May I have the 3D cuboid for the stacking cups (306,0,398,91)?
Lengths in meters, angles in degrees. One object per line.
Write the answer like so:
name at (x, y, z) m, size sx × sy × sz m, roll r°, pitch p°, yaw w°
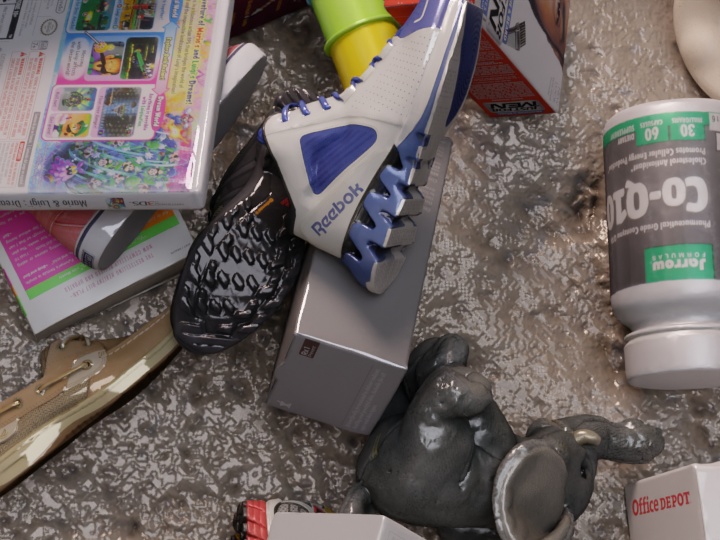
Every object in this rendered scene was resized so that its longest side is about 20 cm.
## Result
stacking cups at (-0.016, -0.218, 1.078) m, size 0.060 × 0.061 × 0.202 m, roll -16°, pitch 77°, yaw -13°

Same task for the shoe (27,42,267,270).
shoe at (-0.156, -0.102, 1.064) m, size 0.091 × 0.072 × 0.201 m, roll 36°, pitch 74°, yaw 7°

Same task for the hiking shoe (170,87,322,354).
hiking shoe at (-0.075, -0.027, 1.074) m, size 0.075 × 0.101 × 0.201 m, roll 30°, pitch 74°, yaw -8°

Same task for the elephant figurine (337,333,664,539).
elephant figurine at (0.105, 0.147, 1.072) m, size 0.199 × 0.142 × 0.155 m, roll 36°, pitch 109°, yaw -13°

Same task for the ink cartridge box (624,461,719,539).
ink cartridge box at (0.286, 0.236, 1.068) m, size 0.143 × 0.147 × 0.202 m, roll -3°, pitch 78°, yaw -11°

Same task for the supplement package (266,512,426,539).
supplement package at (0.029, 0.250, 0.988) m, size 0.200 × 0.117 × 0.118 m, roll 36°, pitch 62°, yaw -32°

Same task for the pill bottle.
pill bottle at (0.241, -0.017, 1.137) m, size 0.112 × 0.113 × 0.202 m, roll 1°, pitch 76°, yaw -10°

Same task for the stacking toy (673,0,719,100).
stacking toy at (0.362, -0.217, 1.217) m, size 0.199 × 0.146 × 0.147 m, roll -25°, pitch 82°, yaw -34°

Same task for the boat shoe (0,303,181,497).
boat shoe at (-0.198, 0.076, 1.060) m, size 0.199 × 0.071 × 0.065 m, roll -38°, pitch 87°, yaw -14°

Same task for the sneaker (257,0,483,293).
sneaker at (-0.003, -0.098, 0.982) m, size 0.114 × 0.081 × 0.201 m, roll 22°, pitch 95°, yaw 13°

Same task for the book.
book at (-0.220, -0.068, 1.104) m, size 0.133 × 0.048 × 0.201 m, roll -25°, pitch 81°, yaw -13°

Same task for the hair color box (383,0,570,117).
hair color box at (0.091, -0.201, 1.111) m, size 0.063 × 0.200 × 0.112 m, roll 1°, pitch 74°, yaw 26°

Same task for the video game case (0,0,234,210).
video game case at (-0.184, -0.125, 1.033) m, size 0.180 × 0.024 × 0.201 m, roll 0°, pitch 55°, yaw 6°

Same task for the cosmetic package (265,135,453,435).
cosmetic package at (0.000, 0.000, 1.067) m, size 0.089 × 0.107 × 0.201 m, roll 15°, pitch 58°, yaw -7°

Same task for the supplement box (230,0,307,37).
supplement box at (-0.044, -0.271, 1.159) m, size 0.199 × 0.086 × 0.111 m, roll -25°, pitch 82°, yaw -15°

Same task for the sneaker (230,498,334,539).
sneaker at (-0.037, 0.256, 1.044) m, size 0.081 × 0.078 × 0.202 m, roll -4°, pitch 79°, yaw -15°
